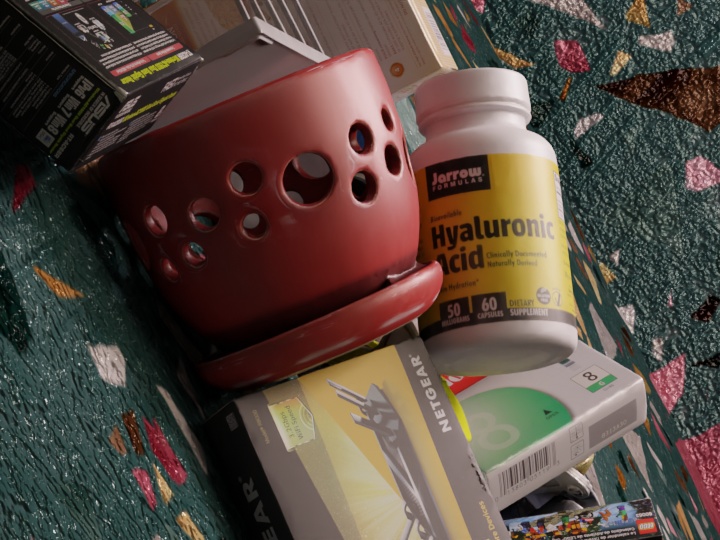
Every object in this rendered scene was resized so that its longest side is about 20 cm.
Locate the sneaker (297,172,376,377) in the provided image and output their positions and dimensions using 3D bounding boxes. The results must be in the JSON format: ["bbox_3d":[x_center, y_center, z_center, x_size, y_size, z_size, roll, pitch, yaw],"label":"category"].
[{"bbox_3d":[0.000,0.000,1.708,0.070,0.201,0.082,27,39,12],"label":"sneaker"}]

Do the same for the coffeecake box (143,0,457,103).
[{"bbox_3d":[-0.048,-0.182,1.839,0.154,0.199,0.073,64,13,3],"label":"coffeecake box"}]

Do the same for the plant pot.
[{"bbox_3d":[-0.049,-0.030,1.542,0.183,0.200,0.200,66,13,-2],"label":"plant pot"}]

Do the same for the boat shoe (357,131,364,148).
[{"bbox_3d":[-0.024,-0.104,1.941,0.069,0.084,0.200,54,-5,-32],"label":"boat shoe"}]

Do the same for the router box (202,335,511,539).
[{"bbox_3d":[0.008,0.159,1.520,0.157,0.052,0.201,-18,78,-35],"label":"router box"}]

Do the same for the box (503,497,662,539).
[{"bbox_3d":[0.152,0.258,1.748,0.038,0.136,0.201,-103,-173,-45],"label":"box"}]

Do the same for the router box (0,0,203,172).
[{"bbox_3d":[-0.188,-0.141,1.396,0.150,0.062,0.200,39,14,0],"label":"router box"}]

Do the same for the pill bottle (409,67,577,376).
[{"bbox_3d":[0.087,-0.034,1.630,0.111,0.111,0.201,32,49,-67],"label":"pill bottle"}]

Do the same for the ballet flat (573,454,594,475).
[{"bbox_3d":[0.120,0.175,1.889,0.070,0.199,0.071,5,82,-41],"label":"ballet flat"}]

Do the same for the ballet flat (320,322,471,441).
[{"bbox_3d":[0.000,0.053,1.652,0.199,0.067,0.067,29,7,11],"label":"ballet flat"}]

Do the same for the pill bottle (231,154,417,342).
[{"bbox_3d":[-0.018,-0.017,1.817,0.200,0.119,0.120,49,19,-49],"label":"pill bottle"}]

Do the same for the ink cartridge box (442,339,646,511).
[{"bbox_3d":[0.092,0.092,1.771,0.200,0.161,0.050,33,-39,42],"label":"ink cartridge box"}]

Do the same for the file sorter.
[{"bbox_3d":[-0.123,-0.171,1.666,0.125,0.138,0.200,63,12,10],"label":"file sorter"}]

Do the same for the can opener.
[{"bbox_3d":[0.105,0.185,1.799,0.053,0.200,0.067,46,57,-20],"label":"can opener"}]
